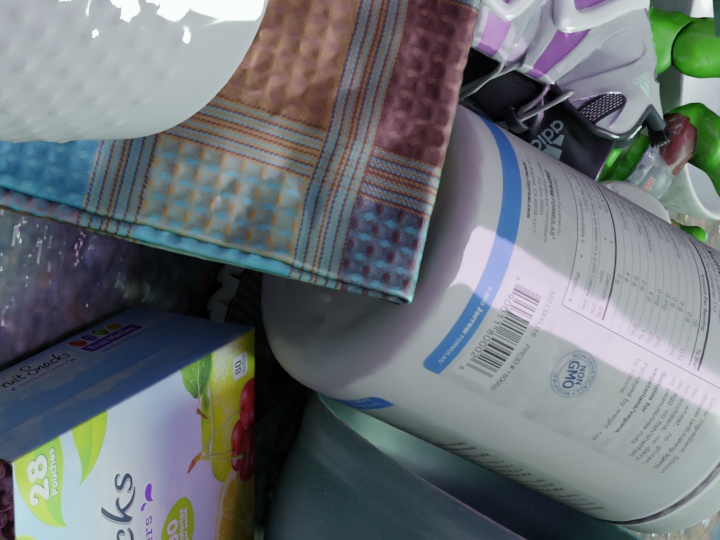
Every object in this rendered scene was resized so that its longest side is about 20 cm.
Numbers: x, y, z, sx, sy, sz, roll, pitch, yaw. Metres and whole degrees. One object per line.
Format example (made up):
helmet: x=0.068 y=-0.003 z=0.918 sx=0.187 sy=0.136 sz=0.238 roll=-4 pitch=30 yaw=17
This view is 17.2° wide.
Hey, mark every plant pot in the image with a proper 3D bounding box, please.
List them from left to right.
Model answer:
plant pot: x=0.037 y=0.154 z=1.000 sx=0.134 sy=0.200 sz=0.200 roll=-61 pitch=151 yaw=4

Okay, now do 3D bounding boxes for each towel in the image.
towel: x=-0.057 y=-0.079 z=0.872 sx=0.200 sy=0.022 sz=0.147 roll=15 pitch=84 yaw=-17

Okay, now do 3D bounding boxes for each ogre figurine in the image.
ogre figurine: x=0.139 y=-0.062 z=1.237 sx=0.200 sy=0.120 sz=0.098 roll=-51 pitch=-168 yaw=29

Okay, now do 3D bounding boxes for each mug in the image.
mug: x=-0.147 y=-0.093 z=0.735 sx=0.175 sy=0.148 sz=0.200 roll=-3 pitch=132 yaw=-48

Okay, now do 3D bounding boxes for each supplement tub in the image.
supplement tub: x=0.071 y=0.021 z=0.999 sx=0.200 sy=0.132 sz=0.132 roll=27 pitch=74 yaw=-34

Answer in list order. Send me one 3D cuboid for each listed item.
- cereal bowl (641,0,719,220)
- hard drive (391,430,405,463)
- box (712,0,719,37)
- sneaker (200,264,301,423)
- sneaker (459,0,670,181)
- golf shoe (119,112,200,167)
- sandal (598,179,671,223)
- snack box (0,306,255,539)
cereal bowl: x=0.186 y=-0.133 z=1.367 sx=0.200 sy=0.083 sz=0.200 roll=-29 pitch=124 yaw=-54
hard drive: x=0.056 y=0.097 z=1.178 sx=0.200 sy=0.025 sz=0.132 roll=21 pitch=80 yaw=-58
box: x=0.184 y=-0.221 z=1.152 sx=0.048 sy=0.122 sz=0.200 roll=-2 pitch=87 yaw=-27
sneaker: x=0.000 y=0.000 z=1.067 sx=0.200 sy=0.090 sz=0.067 roll=-52 pitch=140 yaw=-41
sneaker: x=0.070 y=-0.083 z=1.091 sx=0.200 sy=0.078 sz=0.140 roll=-7 pitch=76 yaw=-35
golf shoe: x=-0.056 y=-0.065 z=0.959 sx=0.200 sy=0.078 sz=0.095 roll=-45 pitch=139 yaw=-42
sandal: x=0.107 y=0.055 z=1.172 sx=0.050 sy=0.082 sz=0.203 roll=142 pitch=-29 yaw=-72
snack box: x=-0.109 y=0.134 z=0.938 sx=0.169 sy=0.068 sz=0.200 roll=-27 pitch=122 yaw=-57
